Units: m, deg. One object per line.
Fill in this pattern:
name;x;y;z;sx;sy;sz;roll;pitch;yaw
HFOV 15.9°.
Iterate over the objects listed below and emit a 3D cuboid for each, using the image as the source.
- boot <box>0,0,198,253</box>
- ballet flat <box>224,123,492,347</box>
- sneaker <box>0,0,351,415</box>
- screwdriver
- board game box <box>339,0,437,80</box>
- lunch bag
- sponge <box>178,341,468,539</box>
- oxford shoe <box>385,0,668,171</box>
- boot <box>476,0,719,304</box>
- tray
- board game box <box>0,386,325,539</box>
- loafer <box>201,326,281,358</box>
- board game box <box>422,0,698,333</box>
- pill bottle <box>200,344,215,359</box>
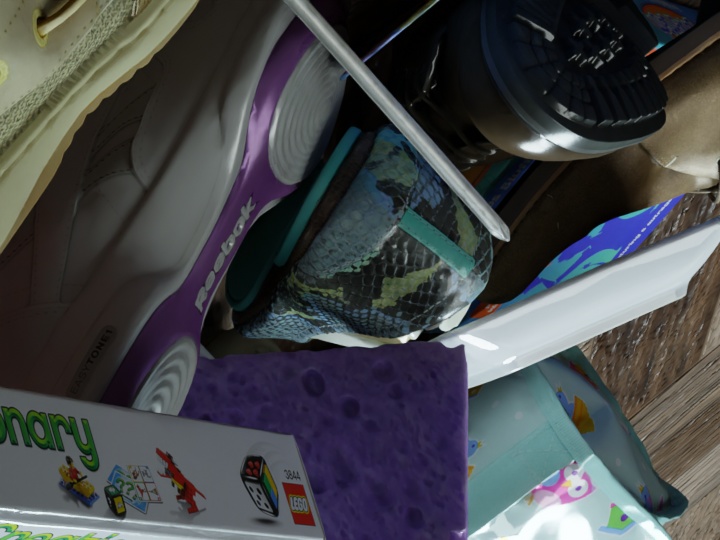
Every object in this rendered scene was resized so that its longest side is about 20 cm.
boot;-0.095;-0.096;0.525;0.200;0.073;0.156;-58;148;-24
ballet flat;0.000;0.000;0.828;0.074;0.074;0.200;-41;-176;-7
sneaker;-0.071;-0.032;0.728;0.200;0.099;0.075;-61;160;-23
screwdriver;-0.008;-0.068;0.686;0.029;0.028;0.200;-32;130;22
board game box;0.049;-0.127;0.764;0.158;0.039;0.200;-39;-177;13
lunch bag;0.042;0.114;1.099;0.170;0.122;0.200;-35;175;8
sponge;-0.066;0.082;0.758;0.200;0.112;0.030;-4;157;6
oxford shoe;0.049;-0.059;0.828;0.084;0.073;0.200;-37;-175;12
boot;0.118;-0.046;0.911;0.200;0.075;0.074;-41;-177;0
tray;0.057;0.022;0.925;0.107;0.022;0.200;-24;178;-16
board game box;-0.110;0.068;0.606;0.126;0.035;0.200;-25;161;22
loafer;-0.080;0.101;0.995;0.076;0.067;0.200;-25;138;-50
board game box;0.078;-0.042;1.030;0.152;0.045;0.200;-50;159;18
pill bottle;-0.116;0.103;0.844;0.200;0.116;0.116;-42;161;-3
